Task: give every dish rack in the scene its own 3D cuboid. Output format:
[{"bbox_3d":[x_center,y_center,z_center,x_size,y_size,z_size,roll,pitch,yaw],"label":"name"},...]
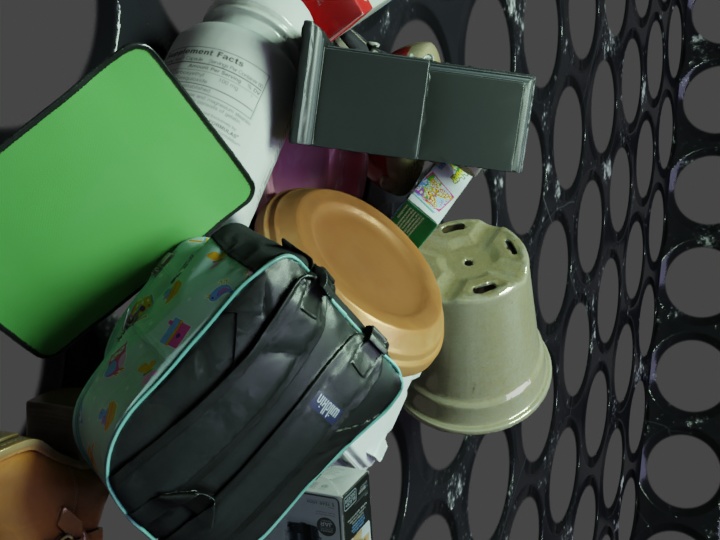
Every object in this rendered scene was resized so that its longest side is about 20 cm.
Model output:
[{"bbox_3d":[0.011,0.107,0.960,0.173,0.043,0.200,-64,157,-18],"label":"dish rack"}]

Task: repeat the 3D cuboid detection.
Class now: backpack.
[{"bbox_3d":[-0.097,0.087,0.684,0.201,0.153,0.176,-53,131,-15],"label":"backpack"}]

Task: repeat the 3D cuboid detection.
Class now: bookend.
[{"bbox_3d":[0.053,-0.138,0.826,0.200,0.196,0.093,-56,155,-82],"label":"bookend"}]

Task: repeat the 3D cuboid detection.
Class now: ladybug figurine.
[{"bbox_3d":[0.041,-0.169,1.093,0.136,0.071,0.201,85,17,-51],"label":"ladybug figurine"}]

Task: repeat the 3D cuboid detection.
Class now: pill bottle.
[{"bbox_3d":[-0.110,-0.130,0.786,0.115,0.113,0.202,56,47,-50],"label":"pill bottle"}]

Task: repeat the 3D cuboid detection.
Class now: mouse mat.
[{"bbox_3d":[-0.179,-0.038,0.653,0.199,0.008,0.161,-40,139,-4],"label":"mouse mat"}]

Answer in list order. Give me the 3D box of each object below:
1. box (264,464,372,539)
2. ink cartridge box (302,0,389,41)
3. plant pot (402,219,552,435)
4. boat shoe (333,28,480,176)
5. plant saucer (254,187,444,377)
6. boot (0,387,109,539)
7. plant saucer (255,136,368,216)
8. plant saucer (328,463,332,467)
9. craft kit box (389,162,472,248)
[{"bbox_3d":[-0.049,0.292,0.969,0.060,0.115,0.203,-28,117,-60],"label":"box"},{"bbox_3d":[-0.024,-0.290,0.931,0.117,0.067,0.200,54,39,-11],"label":"ink cartridge box"},{"bbox_3d":[0.125,0.052,1.134,0.185,0.198,0.201,85,27,-43],"label":"plant pot"},{"bbox_3d":[0.057,-0.178,0.968,0.063,0.200,0.073,-47,169,2],"label":"boat shoe"},{"bbox_3d":[0.000,0.000,0.855,0.199,0.037,0.201,31,33,-22],"label":"plant saucer"},{"bbox_3d":[-0.236,0.174,0.647,0.200,0.076,0.157,-23,115,-70],"label":"boot"},{"bbox_3d":[-0.057,-0.116,0.957,0.200,0.050,0.203,-19,111,-60],"label":"plant saucer"},{"bbox_3d":[-0.083,0.077,0.809,0.027,0.198,0.202,129,-19,-66],"label":"plant saucer"},{"bbox_3d":[0.055,-0.054,1.061,0.200,0.048,0.198,-51,-176,45],"label":"craft kit box"}]
